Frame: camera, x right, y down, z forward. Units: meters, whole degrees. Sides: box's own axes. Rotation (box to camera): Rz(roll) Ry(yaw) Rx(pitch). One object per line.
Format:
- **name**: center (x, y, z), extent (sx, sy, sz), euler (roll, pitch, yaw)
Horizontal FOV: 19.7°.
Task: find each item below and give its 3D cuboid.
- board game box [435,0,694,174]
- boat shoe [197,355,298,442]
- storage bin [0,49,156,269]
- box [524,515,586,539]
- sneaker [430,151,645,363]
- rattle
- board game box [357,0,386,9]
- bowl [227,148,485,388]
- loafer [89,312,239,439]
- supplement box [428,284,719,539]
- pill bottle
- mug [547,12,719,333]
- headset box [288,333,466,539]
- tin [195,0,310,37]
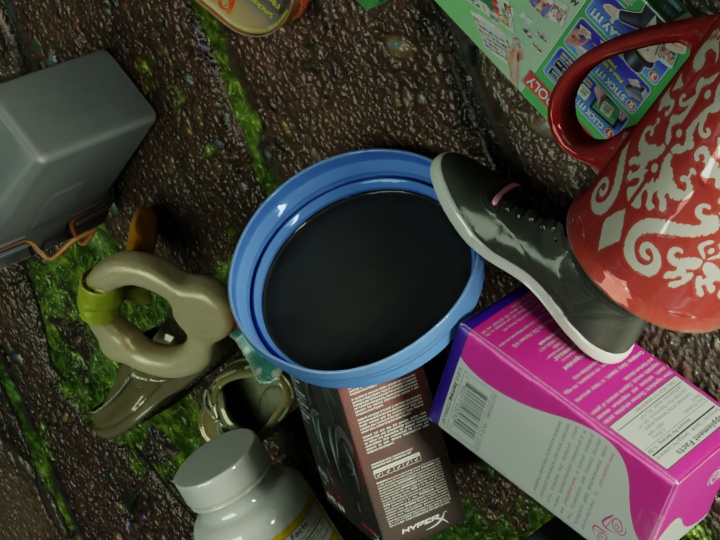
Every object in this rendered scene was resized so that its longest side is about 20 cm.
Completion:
- **board game box**: center (0.135, -0.181, 1.423), extent (0.200, 0.029, 0.135), euler (48, 138, 12)
- **boat shoe**: center (-0.095, 0.113, 1.793), extent (0.200, 0.063, 0.073), euler (-29, 93, 51)
- **storage bin**: center (-0.268, -0.096, 1.754), extent (0.146, 0.200, 0.134), euler (52, 129, 8)
- **box**: center (0.180, 0.295, 1.533), extent (0.200, 0.196, 0.124), euler (37, 133, 23)
- **sneaker**: center (0.142, -0.034, 1.478), extent (0.200, 0.071, 0.099), euler (45, 134, 9)
- **rattle**: center (-0.127, 0.018, 1.746), extent (0.199, 0.143, 0.131), euler (-4, 109, 29)
- **board game box**: center (-0.026, -0.306, 1.497), extent (0.200, 0.029, 0.135), euler (48, 138, 13)
- **bowl**: center (0.000, 0.000, 1.549), extent (0.200, 0.201, 0.039), euler (23, 158, 33)
- **loafer**: center (-0.183, 0.087, 1.864), extent (0.200, 0.076, 0.068), euler (-36, 86, 39)
- **supplement box**: center (0.164, 0.111, 1.512), extent (0.200, 0.103, 0.101), euler (38, 134, 24)
- **pill bottle**: center (-0.075, 0.239, 1.786), extent (0.111, 0.111, 0.200), euler (-9, 118, 47)
- **mug**: center (0.216, -0.082, 1.315), extent (0.177, 0.134, 0.200), euler (24, 132, -8)
- **headset box**: center (0.002, 0.102, 1.644), extent (0.149, 0.077, 0.201), euler (30, 139, 67)
- **tin**: center (-0.114, -0.265, 1.612), extent (0.200, 0.042, 0.112), euler (41, 132, 20)
